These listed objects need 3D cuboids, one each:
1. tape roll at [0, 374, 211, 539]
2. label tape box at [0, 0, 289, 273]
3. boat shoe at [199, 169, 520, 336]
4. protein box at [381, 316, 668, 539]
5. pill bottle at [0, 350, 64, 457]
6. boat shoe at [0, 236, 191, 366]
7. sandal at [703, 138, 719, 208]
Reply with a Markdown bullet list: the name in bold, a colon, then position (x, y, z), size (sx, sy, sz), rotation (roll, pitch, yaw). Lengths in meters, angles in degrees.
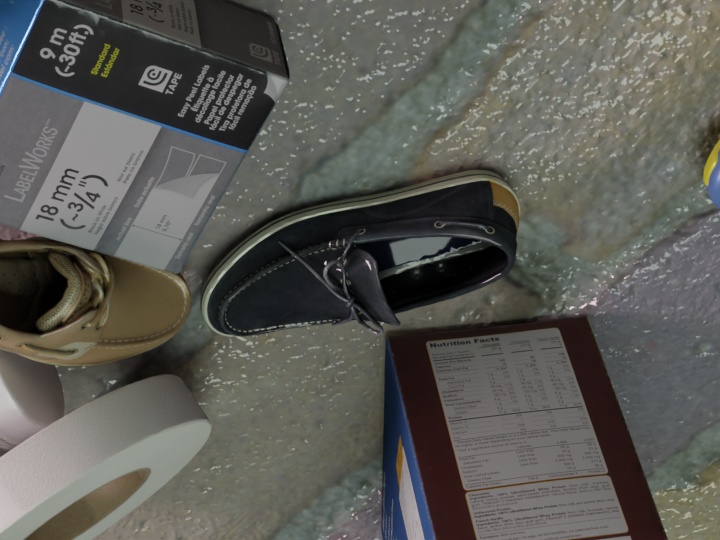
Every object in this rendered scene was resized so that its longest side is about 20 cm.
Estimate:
- **tape roll**: position (-0.180, 0.135, 1.025), size (0.203, 0.037, 0.203), rotation (-35, 169, -8)
- **label tape box**: position (-0.158, -0.091, 0.890), size (0.199, 0.063, 0.144), rotation (17, 126, -24)
- **boat shoe**: position (0.000, 0.000, 1.003), size (0.199, 0.062, 0.075), rotation (-17, 134, 6)
- **protein box**: position (0.094, 0.171, 1.080), size (0.134, 0.200, 0.199), rotation (-5, 132, -6)
- **pill bottle**: position (-0.278, 0.097, 1.004), size (0.200, 0.109, 0.109), rotation (-25, 131, 12)
- **boat shoe**: position (-0.167, 0.017, 0.941), size (0.200, 0.072, 0.064), rotation (1, 176, -43)
- **sandal**: position (0.299, -0.050, 1.000), size (0.199, 0.087, 0.080), rotation (0, 133, -9)
